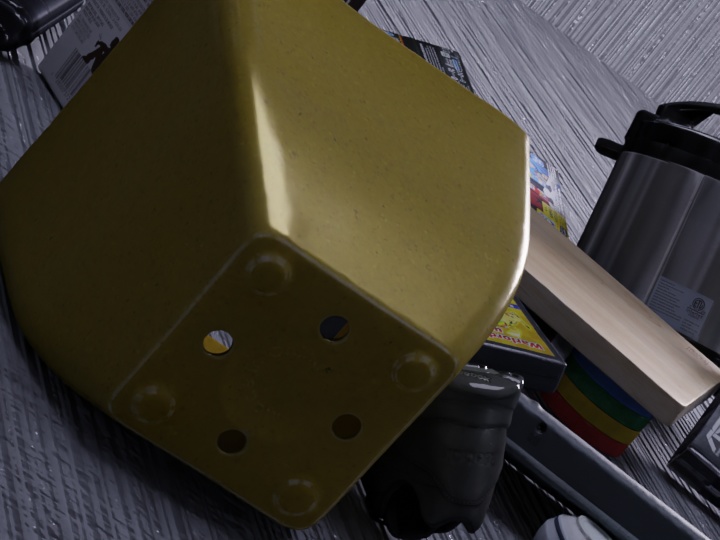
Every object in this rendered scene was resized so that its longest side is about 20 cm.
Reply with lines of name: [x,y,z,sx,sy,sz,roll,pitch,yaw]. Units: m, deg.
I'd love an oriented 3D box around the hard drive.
hard drive: [0.151,0.139,1.671,0.200,0.033,0.140,38,-3,-4]

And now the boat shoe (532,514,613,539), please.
boat shoe: [0.165,0.183,1.544,0.073,0.067,0.200,28,16,-43]

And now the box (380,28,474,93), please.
box: [-0.012,-0.130,2.056,0.192,0.048,0.200,13,21,-12]

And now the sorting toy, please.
sorting toy: [0.137,0.041,1.969,0.200,0.070,0.199,41,13,9]

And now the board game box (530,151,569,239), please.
board game box: [0.058,-0.084,2.208,0.200,0.062,0.200,35,15,-9]

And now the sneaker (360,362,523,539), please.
sneaker: [0.022,0.088,1.470,0.076,0.091,0.200,7,-2,-11]

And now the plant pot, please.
plant pot: [-0.040,0.003,1.338,0.195,0.194,0.200,34,22,-23]

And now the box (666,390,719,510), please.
box: [0.331,0.109,2.028,0.161,0.200,0.049,40,-25,2]

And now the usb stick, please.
usb stick: [-0.209,-0.168,1.799,0.055,0.033,0.200,31,13,-2]

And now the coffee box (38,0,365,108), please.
coffee box: [-0.082,-0.157,1.733,0.113,0.200,0.080,30,15,-38]

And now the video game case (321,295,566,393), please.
video game case: [0.000,0.000,1.695,0.199,0.026,0.181,13,23,-27]

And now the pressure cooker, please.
pressure cooker: [0.256,-0.020,2.144,0.176,0.201,0.178,27,-4,-35]
